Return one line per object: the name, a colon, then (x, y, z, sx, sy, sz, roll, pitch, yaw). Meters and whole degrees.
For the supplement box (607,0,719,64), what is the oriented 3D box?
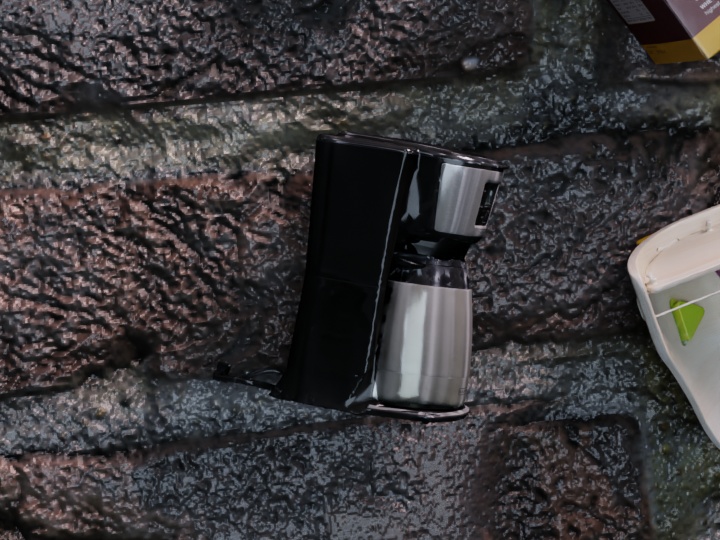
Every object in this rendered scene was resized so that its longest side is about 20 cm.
supplement box: (0.252, -0.293, 1.472, 0.197, 0.133, 0.200, -40, 99, -4)

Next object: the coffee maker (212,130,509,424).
coffee maker: (0.000, 0.000, 1.457, 0.191, 0.135, 0.201, 7, 93, -8)

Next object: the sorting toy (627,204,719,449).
sorting toy: (0.308, 0.041, 1.528, 0.199, 0.107, 0.181, -20, 104, -7)
